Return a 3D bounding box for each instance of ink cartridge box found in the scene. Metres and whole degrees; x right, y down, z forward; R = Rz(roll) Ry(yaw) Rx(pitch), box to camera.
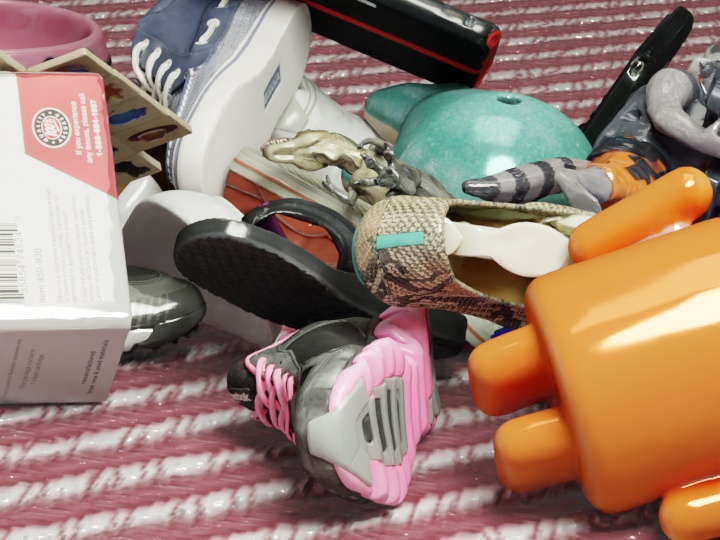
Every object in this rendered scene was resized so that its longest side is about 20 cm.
[{"bbox_3d":[-0.219,-0.015,1.448,0.199,0.083,0.148,0,59,-15],"label":"ink cartridge box"}]

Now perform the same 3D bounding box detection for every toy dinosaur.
[{"bbox_3d":[0.035,-0.027,1.566,0.199,0.048,0.088,34,6,9],"label":"toy dinosaur"}]

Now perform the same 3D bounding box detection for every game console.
[{"bbox_3d":[0.110,-0.108,1.924,0.116,0.176,0.200,35,21,3],"label":"game console"},{"bbox_3d":[-0.012,-0.165,1.792,0.199,0.031,0.177,23,-7,1],"label":"game console"}]

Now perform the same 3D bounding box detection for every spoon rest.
[{"bbox_3d":[-0.095,-0.007,1.599,0.061,0.100,0.200,-41,20,-10],"label":"spoon rest"}]

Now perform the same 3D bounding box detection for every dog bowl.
[{"bbox_3d":[-0.251,-0.126,1.958,0.199,0.074,0.200,4,16,-1],"label":"dog bowl"}]

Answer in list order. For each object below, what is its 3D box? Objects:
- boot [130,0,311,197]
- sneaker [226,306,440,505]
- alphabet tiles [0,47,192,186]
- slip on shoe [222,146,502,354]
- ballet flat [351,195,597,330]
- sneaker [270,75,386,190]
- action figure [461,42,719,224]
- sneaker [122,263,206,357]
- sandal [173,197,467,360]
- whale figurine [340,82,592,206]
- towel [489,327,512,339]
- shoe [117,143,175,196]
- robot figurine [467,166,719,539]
[{"bbox_3d":[-0.098,-0.100,1.735,0.090,0.073,0.200,8,29,13],"label":"boot"},{"bbox_3d":[-0.019,0.061,1.401,0.095,0.080,0.200,0,8,9],"label":"sneaker"},{"bbox_3d":[-0.187,-0.066,1.560,0.166,0.006,0.200,-19,-21,15],"label":"alphabet tiles"},{"bbox_3d":[0.000,0.000,1.629,0.199,0.061,0.074,30,8,30],"label":"slip on shoe"},{"bbox_3d":[0.082,-0.004,1.448,0.075,0.068,0.199,-7,-9,40],"label":"ballet flat"},{"bbox_3d":[-0.067,-0.108,1.868,0.099,0.078,0.200,42,-11,-36],"label":"sneaker"},{"bbox_3d":[0.155,-0.073,1.630,0.104,0.201,0.193,36,48,20],"label":"action figure"},{"bbox_3d":[-0.176,-0.008,1.543,0.199,0.091,0.066,6,17,8],"label":"sneaker"},{"bbox_3d":[-0.022,-0.001,1.496,0.075,0.048,0.200,-7,-20,36],"label":"sandal"},{"bbox_3d":[0.066,-0.070,1.748,0.158,0.104,0.200,-1,31,-17],"label":"whale figurine"},{"bbox_3d":[0.180,0.050,1.508,0.147,0.050,0.199,-9,21,-40],"label":"towel"},{"bbox_3d":[-0.145,-0.060,1.763,0.053,0.070,0.199,7,12,41],"label":"shoe"},{"bbox_3d":[0.149,0.038,1.366,0.199,0.117,0.144,-17,33,-1],"label":"robot figurine"}]
